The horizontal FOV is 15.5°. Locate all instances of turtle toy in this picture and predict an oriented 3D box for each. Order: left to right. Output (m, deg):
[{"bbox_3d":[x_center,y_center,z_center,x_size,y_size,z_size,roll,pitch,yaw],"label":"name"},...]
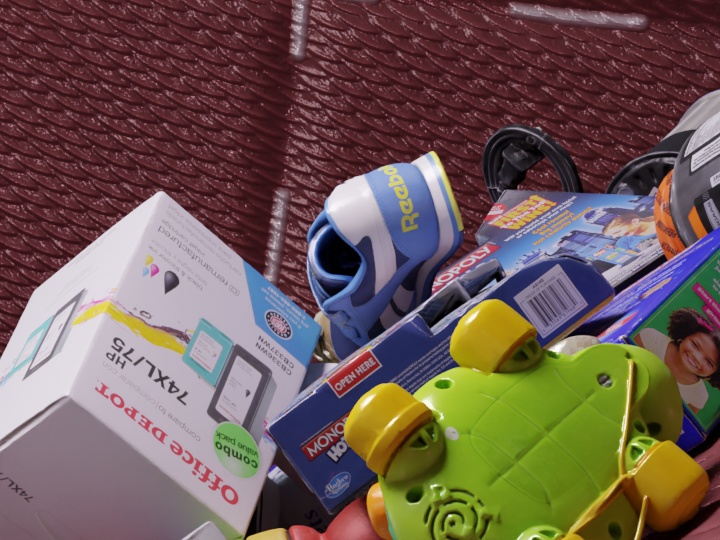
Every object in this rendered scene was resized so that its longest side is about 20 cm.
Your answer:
[{"bbox_3d":[0.086,0.094,1.252,0.200,0.146,0.101,-37,-21,-34],"label":"turtle toy"}]

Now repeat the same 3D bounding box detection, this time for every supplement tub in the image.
[{"bbox_3d":[0.269,-0.059,1.580,0.122,0.123,0.200,-39,0,-34],"label":"supplement tub"}]

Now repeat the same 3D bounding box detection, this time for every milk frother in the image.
[{"bbox_3d":[0.222,-0.075,2.048,0.180,0.200,0.188,-42,-2,30],"label":"milk frother"}]

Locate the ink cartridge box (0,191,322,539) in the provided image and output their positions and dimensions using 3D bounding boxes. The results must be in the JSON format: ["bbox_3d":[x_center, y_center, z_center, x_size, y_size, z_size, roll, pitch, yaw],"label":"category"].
[{"bbox_3d":[-0.143,0.088,1.657,0.146,0.147,0.200,-36,22,36],"label":"ink cartridge box"}]

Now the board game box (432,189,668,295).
[{"bbox_3d":[0.124,0.011,1.735,0.200,0.062,0.200,-32,25,-23],"label":"board game box"}]

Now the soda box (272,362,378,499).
[{"bbox_3d":[0.032,0.104,1.661,0.200,0.064,0.068,0,55,45],"label":"soda box"}]

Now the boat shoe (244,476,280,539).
[{"bbox_3d":[-0.095,0.205,1.708,0.071,0.064,0.200,-32,40,29],"label":"boat shoe"}]

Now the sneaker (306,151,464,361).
[{"bbox_3d":[0.000,0.000,1.595,0.082,0.074,0.200,-15,-29,-21],"label":"sneaker"}]

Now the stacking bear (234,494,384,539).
[{"bbox_3d":[-0.041,0.198,1.544,0.200,0.122,0.114,-29,-11,1],"label":"stacking bear"}]

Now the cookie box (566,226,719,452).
[{"bbox_3d":[0.158,0.059,1.498,0.171,0.075,0.200,-37,1,41],"label":"cookie box"}]

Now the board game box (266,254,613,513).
[{"bbox_3d":[0.033,0.058,1.523,0.200,0.062,0.200,-37,0,-9],"label":"board game box"}]

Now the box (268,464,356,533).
[{"bbox_3d":[0.012,0.151,1.850,0.200,0.105,0.184,-38,0,18],"label":"box"}]

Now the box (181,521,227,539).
[{"bbox_3d":[-0.146,0.265,1.387,0.199,0.131,0.200,-38,1,35],"label":"box"}]

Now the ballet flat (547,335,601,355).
[{"bbox_3d":[0.076,0.126,1.359,0.200,0.067,0.062,-57,10,6],"label":"ballet flat"}]

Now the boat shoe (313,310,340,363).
[{"bbox_3d":[-0.003,0.055,1.797,0.063,0.073,0.201,-43,-1,5],"label":"boat shoe"}]
